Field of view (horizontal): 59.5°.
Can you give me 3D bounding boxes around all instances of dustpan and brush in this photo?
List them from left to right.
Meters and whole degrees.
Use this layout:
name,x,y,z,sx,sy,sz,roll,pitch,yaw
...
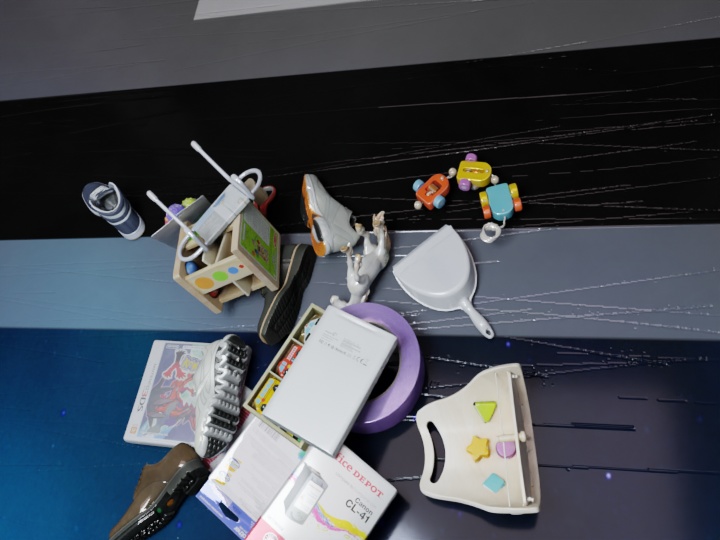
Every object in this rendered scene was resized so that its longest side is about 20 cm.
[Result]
name,x,y,z,sx,sy,sz,roll,pitch,yaw
dustpan and brush,0.162,0.034,1.083,0.138,0.058,0.201,-36,54,-4

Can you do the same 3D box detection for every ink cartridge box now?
name,x,y,z,sx,sy,sz,roll,pitch,yaw
ink cartridge box,-0.154,0.312,1.005,0.118,0.042,0.201,37,73,6
ink cartridge box,-0.057,0.363,0.933,0.146,0.086,0.202,35,77,11

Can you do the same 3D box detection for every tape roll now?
name,x,y,z,sx,sy,sz,roll,pitch,yaw
tape roll,0.007,0.160,1.046,0.193,0.066,0.206,-6,63,12

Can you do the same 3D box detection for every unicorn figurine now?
name,x,y,z,sx,sy,sz,roll,pitch,yaw
unicorn figurine,0.000,0.000,1.105,0.073,0.140,0.199,30,59,36

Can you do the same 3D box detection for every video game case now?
name,x,y,z,sx,sy,sz,roll,pitch,yaw
video game case,-0.299,0.215,1.100,0.193,0.023,0.187,1,61,15

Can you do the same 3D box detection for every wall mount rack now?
name,x,y,z,sx,sy,sz,roll,pitch,yaw
wall mount rack,-0.265,-0.123,1.058,0.201,0.075,0.173,-49,47,-7

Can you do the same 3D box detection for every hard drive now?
name,x,y,z,sx,sy,sz,roll,pitch,yaw
hard drive,-0.044,0.163,0.962,0.129,0.027,0.203,22,65,23

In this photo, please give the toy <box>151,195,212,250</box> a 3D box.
name,x,y,z,sx,sy,sz,roll,pitch,yaw
toy,-0.332,-0.099,1.187,0.114,0.200,0.048,-40,86,-6

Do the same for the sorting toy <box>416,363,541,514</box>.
name,x,y,z,sx,sy,sz,roll,pitch,yaw
sorting toy,0.169,0.262,0.940,0.175,0.107,0.206,-10,62,18

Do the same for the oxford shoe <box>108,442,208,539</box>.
name,x,y,z,sx,sy,sz,roll,pitch,yaw
oxford shoe,-0.337,0.365,1.025,0.200,0.073,0.084,-45,59,-4

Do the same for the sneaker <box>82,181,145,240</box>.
name,x,y,z,sx,sy,sz,roll,pitch,yaw
sneaker,-0.536,-0.151,1.315,0.198,0.109,0.070,36,75,27

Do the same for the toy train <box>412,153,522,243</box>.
name,x,y,z,sx,sy,sz,roll,pitch,yaw
toy train,0.198,-0.125,1.149,0.199,0.056,0.151,38,79,30

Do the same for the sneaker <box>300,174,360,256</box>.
name,x,y,z,sx,sy,sz,roll,pitch,yaw
sneaker,-0.059,-0.107,1.205,0.089,0.077,0.203,-5,50,-19

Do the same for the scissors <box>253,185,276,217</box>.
name,x,y,z,sx,sy,sz,roll,pitch,yaw
scissors,-0.200,-0.099,1.233,0.071,0.014,0.204,-9,48,3

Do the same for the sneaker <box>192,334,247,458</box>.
name,x,y,z,sx,sy,sz,roll,pitch,yaw
sneaker,-0.243,0.208,1.042,0.079,0.075,0.205,-10,55,25

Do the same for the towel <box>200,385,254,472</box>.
name,x,y,z,sx,sy,sz,roll,pitch,yaw
towel,-0.228,0.267,1.077,0.197,0.023,0.145,31,74,26

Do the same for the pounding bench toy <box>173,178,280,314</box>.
name,x,y,z,sx,sy,sz,roll,pitch,yaw
pounding bench toy,-0.240,-0.054,1.134,0.152,0.125,0.205,-20,49,20

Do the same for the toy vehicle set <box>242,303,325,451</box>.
name,x,y,z,sx,sy,sz,roll,pitch,yaw
toy vehicle set,-0.083,0.166,1.007,0.122,0.027,0.202,25,69,24

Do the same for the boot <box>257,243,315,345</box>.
name,x,y,z,sx,sy,sz,roll,pitch,yaw
boot,-0.177,0.035,1.158,0.134,0.079,0.203,8,53,22
